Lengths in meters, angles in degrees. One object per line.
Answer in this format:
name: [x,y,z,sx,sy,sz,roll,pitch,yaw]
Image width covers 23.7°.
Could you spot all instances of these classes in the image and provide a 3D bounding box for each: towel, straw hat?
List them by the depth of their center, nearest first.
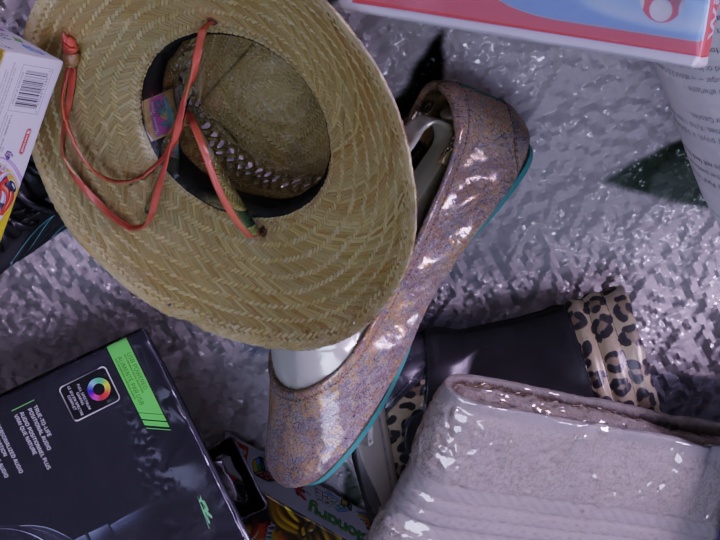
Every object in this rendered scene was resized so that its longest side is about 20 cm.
straw hat: [-0.043,-0.069,0.723,0.200,0.085,0.202,18,126,26]
towel: [0.099,0.122,0.800,0.199,0.035,0.133,12,115,-26]

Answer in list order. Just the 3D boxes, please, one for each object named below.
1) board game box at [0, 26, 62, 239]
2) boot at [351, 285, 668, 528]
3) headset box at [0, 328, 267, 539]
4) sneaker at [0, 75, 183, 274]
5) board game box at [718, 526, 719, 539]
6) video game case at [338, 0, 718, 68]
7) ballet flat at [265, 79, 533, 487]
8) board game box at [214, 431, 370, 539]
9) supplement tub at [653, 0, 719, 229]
board game box: [-0.215,-0.025,0.746,0.134,0.034,0.201,30,105,33]
boot: [0.078,0.105,0.847,0.150,0.073,0.201,-16,111,0]
headset box: [-0.141,0.141,0.818,0.199,0.093,0.175,-25,91,-7]
sneaker: [-0.162,-0.030,0.792,0.200,0.079,0.075,-33,114,19]
board game box: [0.265,0.094,0.816,0.199,0.034,0.136,-14,123,-19]
video game case: [0.070,-0.183,0.608,0.142,0.017,0.201,13,103,22]
ballet flat: [0.000,0.000,0.767,0.067,0.068,0.200,36,82,-38]
board game box: [-0.077,0.191,0.944,0.126,0.035,0.200,31,118,-15]
supplement tub: [0.177,-0.113,0.689,0.131,0.132,0.201,-18,118,14]
